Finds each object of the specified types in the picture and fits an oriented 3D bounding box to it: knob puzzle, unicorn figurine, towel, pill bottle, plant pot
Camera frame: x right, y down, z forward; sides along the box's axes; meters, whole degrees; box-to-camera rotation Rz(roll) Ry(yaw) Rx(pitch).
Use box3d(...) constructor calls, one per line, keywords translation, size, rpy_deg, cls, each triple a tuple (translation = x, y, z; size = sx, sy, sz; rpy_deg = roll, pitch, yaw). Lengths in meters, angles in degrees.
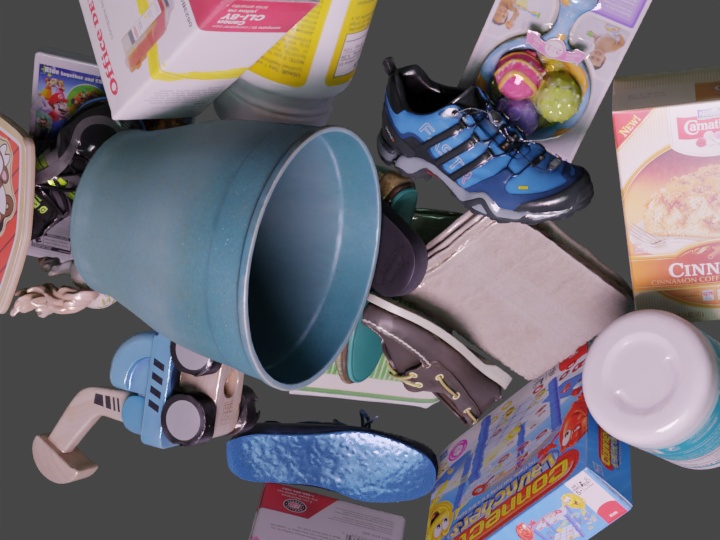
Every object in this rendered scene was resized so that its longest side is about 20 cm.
box3d(translation=(-0.336, -0.051, 1.371), size=(0.030, 0.220, 0.220), rpy_deg=(4, 132, -44), cls="knob puzzle")
box3d(translation=(-0.199, -0.019, 1.387), size=(0.137, 0.200, 0.074), rpy_deg=(-10, 127, 45), cls="unicorn figurine")
box3d(translation=(0.133, 0.016, 1.395), size=(0.132, 0.035, 0.200), rpy_deg=(-37, 130, 25), cls="towel")
box3d(translation=(0.011, 0.031, 1.459), size=(0.152, 0.023, 0.201), rpy_deg=(6, 119, 4), cls="towel")
box3d(translation=(-0.048, -0.206, 1.278), size=(0.114, 0.114, 0.201), rpy_deg=(18, 120, -2), cls="pill bottle")
box3d(translation=(0.272, 0.106, 1.370), size=(0.110, 0.111, 0.200), rpy_deg=(-28, 154, 21), cls="pill bottle")
box3d(translation=(-0.112, -0.026, 1.249), size=(0.187, 0.200, 0.201), rpy_deg=(13, 123, 26), cls="plant pot")

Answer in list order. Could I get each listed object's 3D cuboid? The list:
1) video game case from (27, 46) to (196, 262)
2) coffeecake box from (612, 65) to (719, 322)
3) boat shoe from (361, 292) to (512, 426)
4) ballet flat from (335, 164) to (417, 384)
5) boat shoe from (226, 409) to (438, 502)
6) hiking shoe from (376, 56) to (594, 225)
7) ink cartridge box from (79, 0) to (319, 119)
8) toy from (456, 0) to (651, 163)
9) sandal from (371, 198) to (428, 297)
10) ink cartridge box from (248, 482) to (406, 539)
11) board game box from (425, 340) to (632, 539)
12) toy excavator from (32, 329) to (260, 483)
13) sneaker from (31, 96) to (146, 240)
box3d(translation=(-0.222, -0.088, 1.426), size=(0.142, 0.018, 0.201), rpy_deg=(13, 121, 2), cls="video game case")
box3d(translation=(0.293, -0.063, 1.334), size=(0.153, 0.073, 0.201), rpy_deg=(-5, 118, 13), cls="coffeecake box")
box3d(translation=(0.060, 0.080, 1.401), size=(0.201, 0.072, 0.061), rpy_deg=(35, 87, -47), cls="boat shoe")
box3d(translation=(0.000, 0.000, 1.398), size=(0.070, 0.071, 0.201), rpy_deg=(13, 117, 1), cls="ballet flat")
box3d(translation=(-0.023, 0.163, 1.515), size=(0.199, 0.069, 0.085), rpy_deg=(11, 108, 8), cls="boat shoe")
box3d(translation=(0.094, -0.100, 1.297), size=(0.199, 0.074, 0.087), rpy_deg=(22, 136, 27), cls="hiking shoe")
box3d(translation=(-0.130, -0.218, 1.222), size=(0.200, 0.083, 0.146), rpy_deg=(-34, 68, 50), cls="ink cartridge box")
box3d(translation=(0.145, -0.157, 1.316), size=(0.115, 0.047, 0.201), rpy_deg=(22, 120, -2), cls="toy")
box3d(translation=(-0.024, -0.054, 1.335), size=(0.200, 0.043, 0.076), rpy_deg=(39, 119, 32), cls="sandal")
box3d(translation=(-0.045, 0.303, 1.518), size=(0.145, 0.200, 0.083), rpy_deg=(15, 121, 0), cls="ink cartridge box")
box3d(translation=(0.145, 0.183, 1.424), size=(0.056, 0.196, 0.200), rpy_deg=(41, 117, -15), cls="board game box")
box3d(translation=(-0.200, 0.116, 1.492), size=(0.199, 0.100, 0.196), rpy_deg=(13, 99, 26), cls="toy excavator")
box3d(translation=(-0.257, -0.073, 1.381), size=(0.199, 0.083, 0.071), rpy_deg=(-35, 110, 24), cls="sneaker")
